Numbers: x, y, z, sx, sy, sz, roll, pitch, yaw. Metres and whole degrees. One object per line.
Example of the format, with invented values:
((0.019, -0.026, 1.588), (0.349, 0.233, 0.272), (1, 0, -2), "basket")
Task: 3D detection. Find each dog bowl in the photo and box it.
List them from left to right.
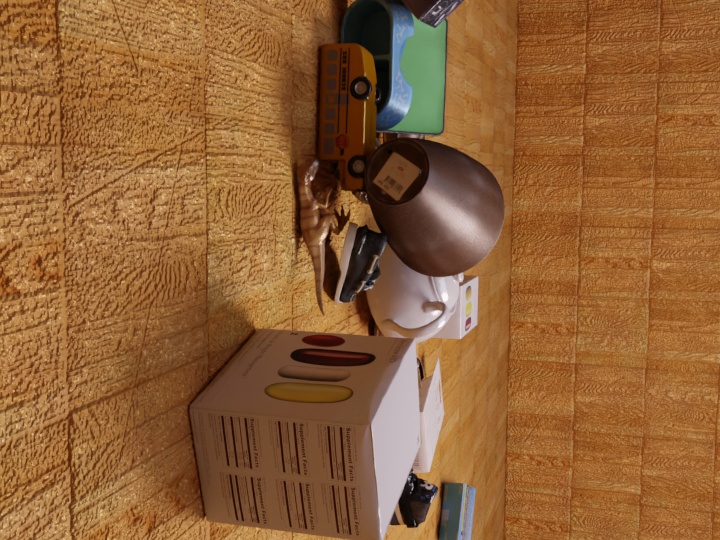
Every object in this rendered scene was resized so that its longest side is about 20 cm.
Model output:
((0.019, -0.311, 1.339), (0.049, 0.110, 0.202), (-3, 96, -59), "dog bowl")

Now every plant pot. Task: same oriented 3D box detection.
((0.086, -0.104, 1.252), (0.200, 0.185, 0.189), (29, 65, -63), "plant pot")

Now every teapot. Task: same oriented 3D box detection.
((0.104, 0.027, 1.523), (0.197, 0.145, 0.202), (21, 58, -61), "teapot")

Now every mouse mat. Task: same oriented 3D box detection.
((0.073, -0.326, 1.481), (0.008, 0.159, 0.202), (-174, -96, -64), "mouse mat")

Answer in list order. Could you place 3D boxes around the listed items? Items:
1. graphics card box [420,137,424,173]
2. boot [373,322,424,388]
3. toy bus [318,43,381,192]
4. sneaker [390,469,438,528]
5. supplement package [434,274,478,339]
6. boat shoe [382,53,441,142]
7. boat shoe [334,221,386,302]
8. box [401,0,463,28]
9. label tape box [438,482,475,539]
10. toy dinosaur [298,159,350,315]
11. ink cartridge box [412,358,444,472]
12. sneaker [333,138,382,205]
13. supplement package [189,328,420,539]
((0.083, -0.210, 1.652), (0.125, 0.050, 0.202), (-37, 126, -68), "graphics card box")
((0.069, 0.145, 1.617), (0.201, 0.075, 0.074), (72, 29, -44), "boot")
((-0.016, -0.213, 1.274), (0.065, 0.077, 0.202), (-6, 98, -74), "toy bus")
((0.087, 0.368, 1.639), (0.073, 0.111, 0.202), (-40, 130, -69), "sneaker")
((0.179, 0.074, 1.912), (0.200, 0.108, 0.115), (-20, 111, -72), "supplement package")
((0.090, -0.277, 1.534), (0.072, 0.067, 0.202), (12, 91, -38), "boat shoe")
((0.000, 0.000, 1.308), (0.200, 0.060, 0.076), (100, 5, -68), "boat shoe")
((0.080, -0.474, 1.307), (0.200, 0.132, 0.115), (50, 19, 3), "box")
((0.237, 0.606, 2.255), (0.200, 0.063, 0.146), (49, 46, -66), "label tape box")
((-0.060, -0.045, 1.216), (0.106, 0.060, 0.202), (-15, 97, -60), "toy dinosaur")
((0.137, 0.303, 1.923), (0.200, 0.050, 0.162), (-67, 154, -58), "ink cartridge box")
((0.018, -0.163, 1.408), (0.200, 0.066, 0.091), (32, 67, -67), "sneaker")
((-0.051, 0.173, 1.000), (0.191, 0.198, 0.149), (-54, 143, -62), "supplement package")
